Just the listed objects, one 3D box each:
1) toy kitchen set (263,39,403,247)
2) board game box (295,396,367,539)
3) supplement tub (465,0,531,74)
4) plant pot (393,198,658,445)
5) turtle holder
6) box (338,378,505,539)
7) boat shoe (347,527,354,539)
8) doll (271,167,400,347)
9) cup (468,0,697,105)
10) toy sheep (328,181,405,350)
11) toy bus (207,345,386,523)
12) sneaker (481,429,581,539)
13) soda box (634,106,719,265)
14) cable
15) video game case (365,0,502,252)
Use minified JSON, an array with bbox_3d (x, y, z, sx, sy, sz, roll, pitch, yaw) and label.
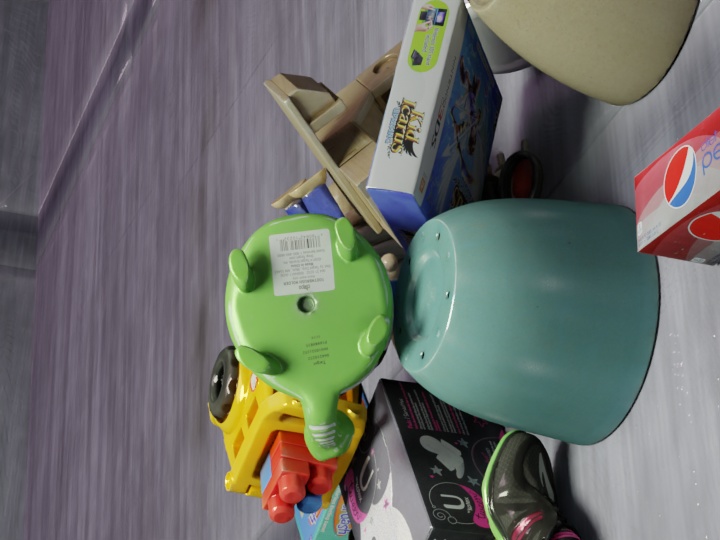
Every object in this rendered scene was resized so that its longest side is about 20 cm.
[{"bbox_3d":[0.029,-0.162,1.699,0.180,0.163,0.200,-39,27,-2],"label":"toy kitchen set"},{"bbox_3d":[-0.037,0.197,1.986,0.200,0.045,0.153,-111,37,-55],"label":"board game box"},{"bbox_3d":[0.122,-0.293,1.671,0.123,0.122,0.201,132,143,-55],"label":"supplement tub"},{"bbox_3d":[0.121,0.033,1.474,0.200,0.160,0.202,-171,90,-70],"label":"plant pot"},{"bbox_3d":[-0.029,0.046,1.499,0.186,0.141,0.132,54,179,7],"label":"turtle holder"},{"bbox_3d":[0.065,0.211,1.609,0.200,0.114,0.133,-108,34,-52],"label":"box"},{"bbox_3d":[0.021,0.267,1.770,0.075,0.066,0.200,119,152,-42],"label":"boat shoe"},{"bbox_3d":[0.000,0.000,1.724,0.048,0.200,0.136,-40,8,-30],"label":"doll"},{"bbox_3d":[0.170,-0.247,1.492,0.200,0.142,0.202,-171,90,-69],"label":"cup"},{"bbox_3d":[0.013,0.001,1.830,0.138,0.137,0.201,-36,71,62],"label":"toy sheep"},{"bbox_3d":[-0.051,0.122,1.619,0.192,0.135,0.201,-98,27,-52],"label":"toy bus"},{"bbox_3d":[0.151,0.219,1.460,0.084,0.076,0.201,-35,50,39],"label":"sneaker"},{"bbox_3d":[0.267,-0.072,1.258,0.200,0.070,0.064,135,141,-58],"label":"soda box"},{"bbox_3d":[0.147,-0.025,1.635,0.097,0.050,0.201,-32,62,42],"label":"cable"},{"bbox_3d":[0.069,-0.111,1.558,0.200,0.045,0.182,54,-132,-64],"label":"video game case"}]
